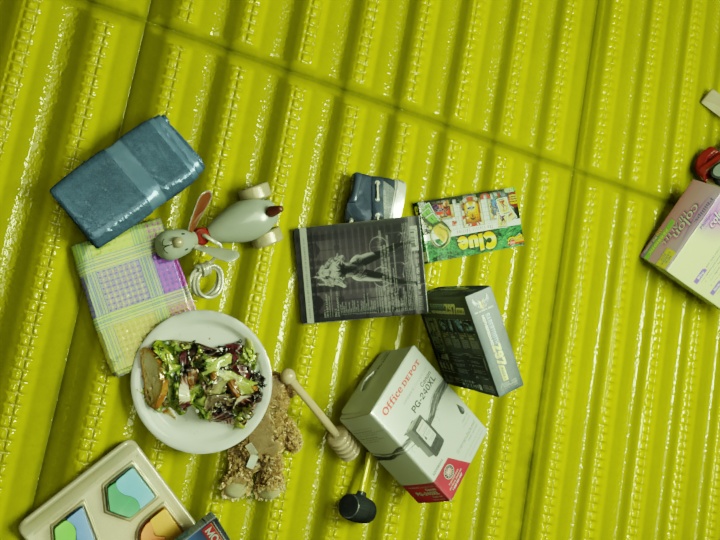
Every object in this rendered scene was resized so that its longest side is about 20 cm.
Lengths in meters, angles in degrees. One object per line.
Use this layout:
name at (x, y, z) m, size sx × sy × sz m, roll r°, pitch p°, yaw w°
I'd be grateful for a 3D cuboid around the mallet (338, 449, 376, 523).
mallet at (0.019, 0.299, 1.231) m, size 0.066 × 0.041 × 0.202 m, roll 49°, pitch 52°, yaw -49°

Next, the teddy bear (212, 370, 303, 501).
teddy bear at (-0.151, 0.245, 1.153) m, size 0.143 × 0.067 × 0.202 m, roll -9°, pitch 95°, yaw -13°

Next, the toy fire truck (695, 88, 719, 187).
toy fire truck at (0.729, -0.249, 1.532) m, size 0.175 × 0.201 × 0.129 m, roll -37°, pitch 123°, yaw 13°

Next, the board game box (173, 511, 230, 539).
board game box at (-0.210, 0.440, 1.091) m, size 0.199 × 0.061 × 0.202 m, roll -34°, pitch 114°, yaw -26°

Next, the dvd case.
dvd case at (0.000, 0.000, 1.202) m, size 0.198 × 0.016 × 0.151 m, roll -6°, pitch 88°, yaw 7°

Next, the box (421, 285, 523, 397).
box at (0.165, 0.105, 1.218) m, size 0.051 × 0.200 × 0.159 m, roll -22°, pitch 94°, yaw -18°

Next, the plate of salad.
plate of salad at (-0.223, 0.156, 1.085) m, size 0.198 × 0.048 × 0.203 m, roll 0°, pitch 89°, yaw -3°

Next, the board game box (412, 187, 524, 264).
board game box at (0.188, -0.079, 1.338) m, size 0.198 × 0.023 × 0.106 m, roll -11°, pitch 93°, yaw -23°

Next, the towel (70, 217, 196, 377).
towel at (-0.316, 0.040, 1.112) m, size 0.142 × 0.023 × 0.202 m, roll -20°, pitch 94°, yaw -22°

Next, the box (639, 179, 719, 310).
box at (0.668, -0.039, 1.469) m, size 0.199 × 0.097 × 0.177 m, roll 29°, pitch 99°, yaw -19°

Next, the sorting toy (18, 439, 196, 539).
sorting toy at (-0.334, 0.367, 1.073) m, size 0.185 × 0.036 × 0.201 m, roll -38°, pitch 101°, yaw -21°

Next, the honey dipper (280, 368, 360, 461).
honey dipper at (-0.061, 0.215, 1.162) m, size 0.038 × 0.038 × 0.201 m, roll -47°, pitch 126°, yaw -19°

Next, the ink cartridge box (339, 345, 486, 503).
ink cartridge box at (0.085, 0.239, 1.215) m, size 0.200 × 0.083 × 0.146 m, roll 49°, pitch 53°, yaw -16°

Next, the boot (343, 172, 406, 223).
boot at (0.012, -0.054, 1.243) m, size 0.089 × 0.073 × 0.202 m, roll 11°, pitch 79°, yaw -8°

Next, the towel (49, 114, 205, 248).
towel at (-0.326, -0.127, 1.100) m, size 0.200 × 0.049 × 0.112 m, roll -41°, pitch 93°, yaw -22°

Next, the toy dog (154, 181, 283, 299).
toy dog at (-0.186, -0.061, 1.124) m, size 0.200 × 0.096 × 0.132 m, roll -46°, pitch 107°, yaw -27°
